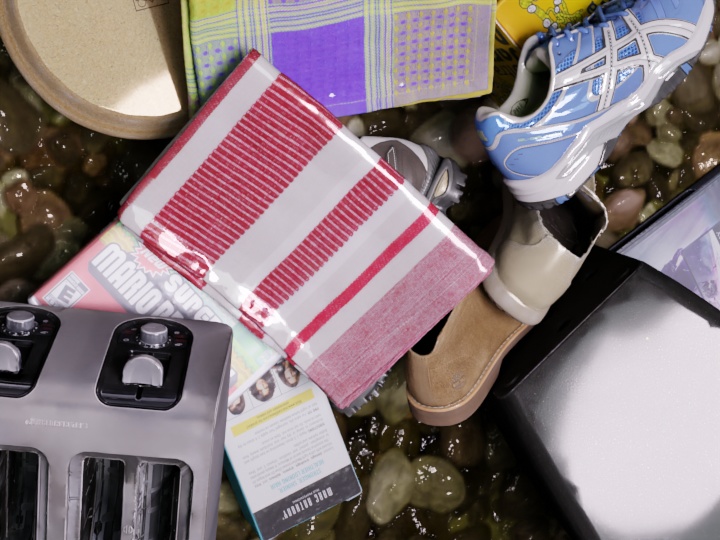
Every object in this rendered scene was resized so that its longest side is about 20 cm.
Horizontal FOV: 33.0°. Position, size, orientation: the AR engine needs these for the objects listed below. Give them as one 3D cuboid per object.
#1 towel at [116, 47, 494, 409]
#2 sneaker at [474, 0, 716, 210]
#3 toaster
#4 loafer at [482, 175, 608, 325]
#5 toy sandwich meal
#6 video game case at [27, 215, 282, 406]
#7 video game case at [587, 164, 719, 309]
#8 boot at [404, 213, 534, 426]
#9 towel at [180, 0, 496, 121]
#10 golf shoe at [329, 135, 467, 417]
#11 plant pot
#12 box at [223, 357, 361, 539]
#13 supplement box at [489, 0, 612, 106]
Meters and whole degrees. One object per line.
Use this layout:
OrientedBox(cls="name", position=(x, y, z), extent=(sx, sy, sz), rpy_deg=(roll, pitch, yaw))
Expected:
OrientedBox(cls="towel", position=(-0.036, -0.020, 0.753), extent=(0.200, 0.023, 0.144), rpy_deg=(40, 111, -13))
OrientedBox(cls="sneaker", position=(0.154, -0.135, 0.784), extent=(0.077, 0.076, 0.200), rpy_deg=(42, 82, -26))
OrientedBox(cls="toaster", position=(-0.176, 0.128, 0.738), extent=(0.179, 0.119, 0.202), rpy_deg=(6, 110, -4))
OrientedBox(cls="loafer", position=(0.141, -0.042, 0.863), extent=(0.076, 0.068, 0.201), rpy_deg=(38, 40, -16))
OrientedBox(cls="toy sandwich meal", position=(-0.137, -0.175, 0.787), extent=(0.203, 0.070, 0.207), rpy_deg=(-2, 97, -17))
OrientedBox(cls="video game case", position=(-0.095, 0.003, 0.796), extent=(0.200, 0.017, 0.143), rpy_deg=(-42, 107, -5))
OrientedBox(cls="video game case", position=(0.268, 0.019, 1.002), extent=(0.199, 0.019, 0.143), rpy_deg=(-36, 109, -14))
OrientedBox(cls="boot", position=(0.085, 0.012, 0.856), extent=(0.201, 0.073, 0.076), rpy_deg=(-58, 143, -40))
OrientedBox(cls="towel", position=(-0.008, -0.148, 0.734), extent=(0.198, 0.023, 0.144), rpy_deg=(-10, 137, -12))
OrientedBox(cls="golf shoe", position=(0.000, 0.000, 0.867), extent=(0.094, 0.078, 0.202), rpy_deg=(21, 82, -14))
OrientedBox(cls="plant pot", position=(0.191, 0.096, 0.884), extent=(0.200, 0.200, 0.177), rpy_deg=(-44, 98, 1))
OrientedBox(cls="box", position=(-0.073, 0.081, 0.855), extent=(0.082, 0.049, 0.201), rpy_deg=(-24, 106, -16))
OrientedBox(cls="supplement box", position=(0.163, -0.216, 0.875), extent=(0.109, 0.109, 0.200), rpy_deg=(43, 81, -21))
